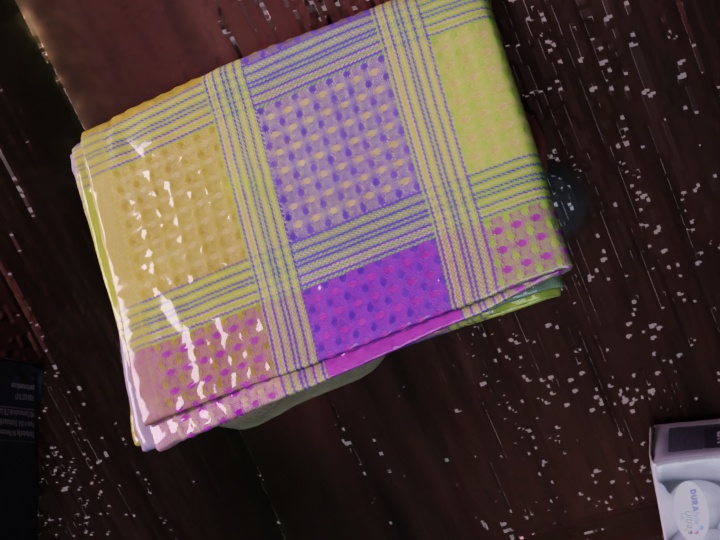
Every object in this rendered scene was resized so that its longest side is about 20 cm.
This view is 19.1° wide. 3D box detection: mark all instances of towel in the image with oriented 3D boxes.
[{"bbox_3d":[-0.022,-0.023,0.849,0.200,0.144,0.023,-23,159,19],"label":"towel"}]

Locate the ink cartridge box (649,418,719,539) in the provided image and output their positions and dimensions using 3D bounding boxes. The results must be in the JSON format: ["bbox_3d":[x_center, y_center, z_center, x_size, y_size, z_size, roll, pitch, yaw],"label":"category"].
[{"bbox_3d":[0.239,0.147,0.944,0.200,0.043,0.198,-7,118,11],"label":"ink cartridge box"}]

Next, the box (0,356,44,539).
[{"bbox_3d":[-0.247,0.135,0.911,0.200,0.123,0.199,-2,85,9],"label":"box"}]

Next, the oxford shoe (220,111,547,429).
[{"bbox_3d":[0.000,0.000,0.893,0.200,0.071,0.075,-31,142,18],"label":"oxford shoe"}]
